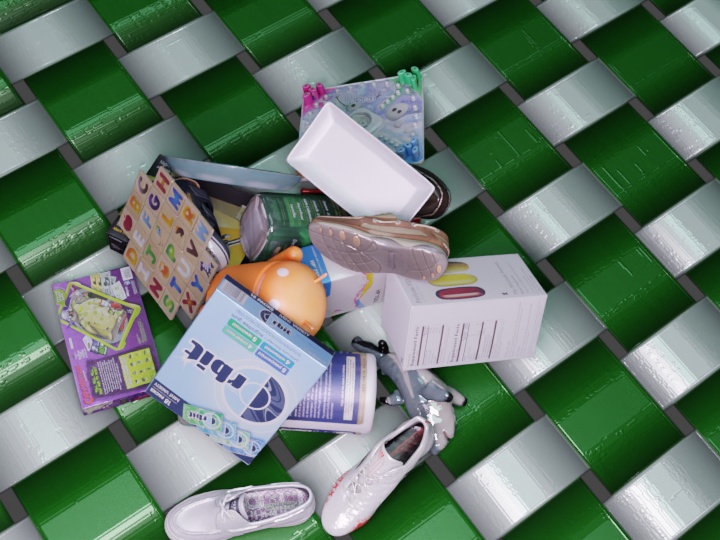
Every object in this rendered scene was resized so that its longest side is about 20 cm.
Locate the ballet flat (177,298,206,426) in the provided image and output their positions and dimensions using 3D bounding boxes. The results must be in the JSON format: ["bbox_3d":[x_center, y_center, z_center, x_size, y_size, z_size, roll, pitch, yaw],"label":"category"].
[{"bbox_3d":[-0.226,0.122,1.573,0.063,0.067,0.201,-13,57,22],"label":"ballet flat"}]

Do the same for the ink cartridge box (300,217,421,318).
[{"bbox_3d":[0.000,0.000,1.626,0.199,0.116,0.068,-16,64,-13],"label":"ink cartridge box"}]

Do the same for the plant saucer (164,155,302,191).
[{"bbox_3d":[-0.182,-0.137,1.611,0.199,0.200,0.028,9,95,-1],"label":"plant saucer"}]

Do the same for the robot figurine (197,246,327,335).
[{"bbox_3d":[-0.127,0.044,1.511,0.144,0.199,0.117,-31,110,-47],"label":"robot figurine"}]

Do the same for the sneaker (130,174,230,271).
[{"bbox_3d":[-0.236,-0.077,1.587,0.079,0.079,0.200,-38,55,-24],"label":"sneaker"}]

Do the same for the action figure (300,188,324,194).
[{"bbox_3d":[0.019,-0.121,1.730,0.199,0.099,0.066,-2,63,19],"label":"action figure"}]

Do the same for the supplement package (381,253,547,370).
[{"bbox_3d":[0.142,0.056,1.580,0.199,0.110,0.114,-5,34,-17],"label":"supplement package"}]

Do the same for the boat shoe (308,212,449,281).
[{"bbox_3d":[0.028,-0.041,1.546,0.199,0.076,0.072,15,46,9],"label":"boat shoe"}]

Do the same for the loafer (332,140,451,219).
[{"bbox_3d":[0.036,-0.131,1.634,0.199,0.071,0.073,26,102,9],"label":"loafer"}]

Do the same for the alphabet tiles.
[{"bbox_3d":[-0.267,-0.037,1.551,0.006,0.167,0.200,-11,51,-46],"label":"alphabet tiles"}]

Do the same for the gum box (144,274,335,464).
[{"bbox_3d":[-0.156,0.130,1.441,0.170,0.200,0.045,36,30,-5],"label":"gum box"}]

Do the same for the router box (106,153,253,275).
[{"bbox_3d":[-0.249,-0.064,1.672,0.199,0.052,0.158,24,62,7],"label":"router box"}]

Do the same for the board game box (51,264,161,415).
[{"bbox_3d":[-0.356,0.095,1.592,0.119,0.032,0.201,-13,63,-17],"label":"board game box"}]

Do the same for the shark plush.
[{"bbox_3d":[0.058,0.162,1.578,0.200,0.091,0.083,40,96,10],"label":"shark plush"}]

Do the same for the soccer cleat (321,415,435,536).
[{"bbox_3d":[0.022,0.268,1.494,0.200,0.085,0.069,-42,73,-11],"label":"soccer cleat"}]

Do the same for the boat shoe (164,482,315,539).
[{"bbox_3d":[-0.156,0.314,1.471,0.198,0.069,0.072,-2,62,-7],"label":"boat shoe"}]

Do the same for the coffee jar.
[{"bbox_3d":[-0.067,-0.063,1.635,0.199,0.104,0.086,-3,61,-29],"label":"coffee jar"}]

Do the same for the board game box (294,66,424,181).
[{"bbox_3d":[-0.001,-0.231,1.746,0.199,0.026,0.201,-7,50,12],"label":"board game box"}]

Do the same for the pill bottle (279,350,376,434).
[{"bbox_3d":[-0.081,0.162,1.535,0.198,0.111,0.112,4,62,-4],"label":"pill bottle"}]

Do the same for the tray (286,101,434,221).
[{"bbox_3d":[0.000,-0.137,1.593,0.200,0.022,0.108,40,100,10],"label":"tray"}]
